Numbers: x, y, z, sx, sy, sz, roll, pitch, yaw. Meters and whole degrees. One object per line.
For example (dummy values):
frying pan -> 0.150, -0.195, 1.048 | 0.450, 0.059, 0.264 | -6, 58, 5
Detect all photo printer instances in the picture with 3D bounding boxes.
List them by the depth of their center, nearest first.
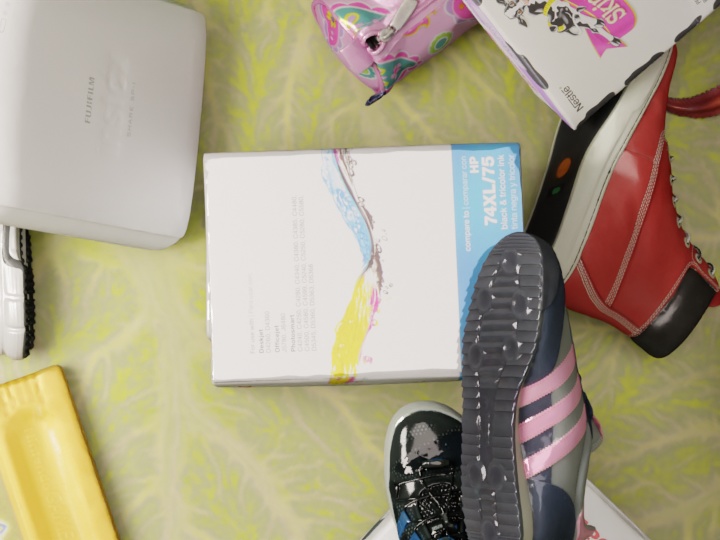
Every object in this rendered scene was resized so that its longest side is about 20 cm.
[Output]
photo printer -> -0.188, -0.106, 1.442 | 0.069, 0.200, 0.167 | 2, 84, 39

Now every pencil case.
pencil case -> 0.063, -0.199, 1.508 | 0.200, 0.087, 0.088 | -36, 88, -5

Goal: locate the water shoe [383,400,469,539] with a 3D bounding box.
water shoe -> 0.062, 0.177, 1.403 | 0.071, 0.079, 0.201 | -12, 86, -2

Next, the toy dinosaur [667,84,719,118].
toy dinosaur -> 0.310, -0.152, 1.466 | 0.200, 0.181, 0.105 | -44, 89, -3

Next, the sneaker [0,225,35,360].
sneaker -> -0.256, -0.042, 1.492 | 0.080, 0.074, 0.201 | -1, 86, 0

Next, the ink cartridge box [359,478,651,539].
ink cartridge box -> 0.073, 0.205, 1.484 | 0.146, 0.084, 0.200 | 44, 86, 1

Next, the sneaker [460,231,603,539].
sneaker -> 0.109, 0.076, 1.374 | 0.082, 0.070, 0.201 | -2, 100, -36

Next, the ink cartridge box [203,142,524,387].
ink cartridge box -> 0.000, 0.000, 1.463 | 0.199, 0.147, 0.147 | -2, 87, -3

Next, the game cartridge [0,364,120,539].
game cartridge -> -0.263, 0.176, 1.499 | 0.199, 0.032, 0.177 | -19, 88, -2

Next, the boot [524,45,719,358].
boot -> 0.197, -0.050, 1.519 | 0.144, 0.072, 0.201 | 28, 75, -21

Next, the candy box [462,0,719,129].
candy box -> 0.155, -0.219, 1.442 | 0.200, 0.072, 0.168 | -41, 122, 3
